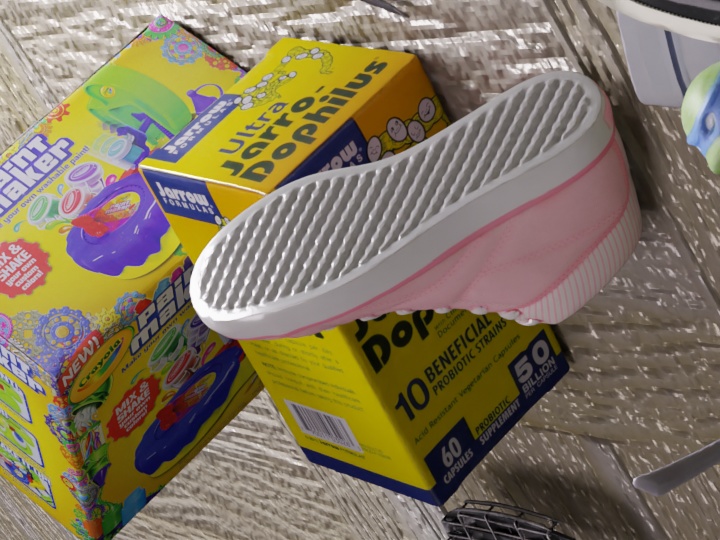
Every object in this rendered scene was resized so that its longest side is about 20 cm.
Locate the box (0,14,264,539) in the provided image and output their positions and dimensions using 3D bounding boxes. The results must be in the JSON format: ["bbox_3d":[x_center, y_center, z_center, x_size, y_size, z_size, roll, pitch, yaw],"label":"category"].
[{"bbox_3d":[-0.126,0.009,1.187,0.122,0.200,0.193,35,154,22],"label":"box"}]

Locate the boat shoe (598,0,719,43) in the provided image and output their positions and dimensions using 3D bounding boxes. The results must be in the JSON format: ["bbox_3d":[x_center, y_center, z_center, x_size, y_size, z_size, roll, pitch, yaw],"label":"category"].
[{"bbox_3d":[0.161,-0.107,0.671,0.199,0.072,0.068,7,138,19],"label":"boat shoe"}]

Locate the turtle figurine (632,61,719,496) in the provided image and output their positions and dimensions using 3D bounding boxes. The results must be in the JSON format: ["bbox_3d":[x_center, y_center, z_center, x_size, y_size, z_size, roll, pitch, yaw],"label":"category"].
[{"bbox_3d":[0.191,0.010,0.705,0.193,0.200,0.144,13,119,0],"label":"turtle figurine"}]

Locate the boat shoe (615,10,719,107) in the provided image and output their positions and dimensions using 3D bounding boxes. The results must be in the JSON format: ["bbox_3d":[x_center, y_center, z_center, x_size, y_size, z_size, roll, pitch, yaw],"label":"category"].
[{"bbox_3d":[0.115,-0.141,0.754,0.065,0.074,0.200,0,139,20],"label":"boat shoe"}]

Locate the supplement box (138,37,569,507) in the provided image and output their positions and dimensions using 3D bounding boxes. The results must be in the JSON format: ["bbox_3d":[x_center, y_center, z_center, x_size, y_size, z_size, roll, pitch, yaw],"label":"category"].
[{"bbox_3d":[0.000,0.000,1.083,0.109,0.109,0.200,13,140,49],"label":"supplement box"}]

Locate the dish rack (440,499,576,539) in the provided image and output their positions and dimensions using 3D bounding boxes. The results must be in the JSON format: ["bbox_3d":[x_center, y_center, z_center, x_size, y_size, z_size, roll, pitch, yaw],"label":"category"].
[{"bbox_3d":[0.134,0.204,1.255,0.153,0.055,0.200,3,130,55],"label":"dish rack"}]

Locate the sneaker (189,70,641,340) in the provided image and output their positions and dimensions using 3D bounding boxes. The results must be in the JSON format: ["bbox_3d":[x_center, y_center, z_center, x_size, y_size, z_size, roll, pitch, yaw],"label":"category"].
[{"bbox_3d":[0.032,-0.002,0.964,0.105,0.200,0.075,56,-168,-45],"label":"sneaker"}]

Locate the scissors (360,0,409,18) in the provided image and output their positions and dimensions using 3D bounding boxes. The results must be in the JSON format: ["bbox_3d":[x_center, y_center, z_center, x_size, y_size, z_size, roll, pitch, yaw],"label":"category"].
[{"bbox_3d":[-0.053,-0.153,1.054,0.200,0.014,0.073,35,151,20],"label":"scissors"}]
